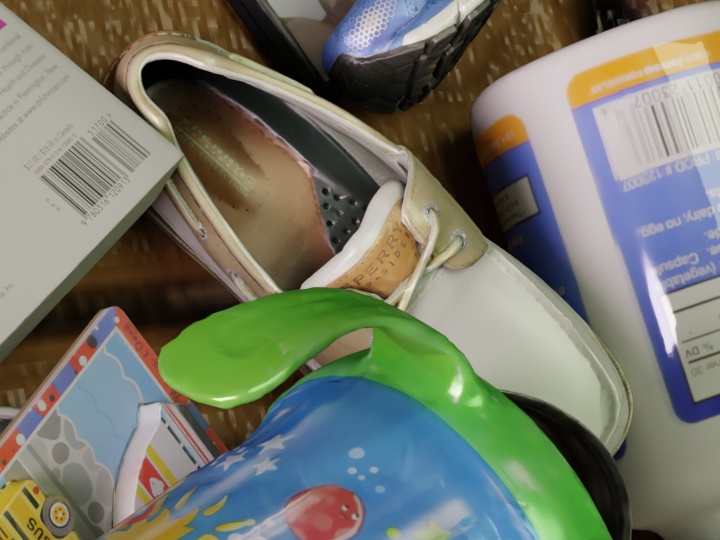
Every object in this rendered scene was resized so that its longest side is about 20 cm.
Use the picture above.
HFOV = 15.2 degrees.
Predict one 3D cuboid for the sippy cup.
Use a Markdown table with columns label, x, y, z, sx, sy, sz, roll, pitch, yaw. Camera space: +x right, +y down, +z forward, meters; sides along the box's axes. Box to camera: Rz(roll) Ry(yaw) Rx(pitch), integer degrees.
| label | x | y | z | sx | sy | sz | roll | pitch | yaw |
| --- | --- | --- | --- | --- | --- | --- | --- | --- | --- |
| sippy cup | -0.020 | 0.103 | 0.666 | 0.130 | 0.139 | 0.179 | -24 | 88 | -36 |

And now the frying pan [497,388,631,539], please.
| label | x | y | z | sx | sy | sz | roll | pitch | yaw |
| --- | --- | --- | --- | --- | --- | --- | --- | --- | --- |
| frying pan | 0.062 | 0.080 | 0.825 | 0.189 | 0.116 | 0.031 | -3 | 30 | -11 |

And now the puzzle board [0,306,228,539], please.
| label | x | y | z | sx | sy | sz | roll | pitch | yaw |
| --- | --- | --- | --- | --- | --- | --- | --- | --- | --- |
| puzzle board | -0.047 | 0.131 | 0.727 | 0.200 | 0.017 | 0.151 | 55 | 48 | -22 |

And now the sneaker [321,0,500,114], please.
| label | x | y | z | sx | sy | sz | roll | pitch | yaw |
| --- | --- | --- | --- | --- | --- | --- | --- | --- | --- |
| sneaker | 0.023 | -0.139 | 0.911 | 0.089 | 0.079 | 0.201 | 27 | 57 | -6 |

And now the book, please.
| label | x | y | z | sx | sy | sz | roll | pitch | yaw |
| --- | --- | --- | --- | --- | --- | --- | --- | --- | --- |
| book | -0.162 | -0.057 | 0.760 | 0.200 | 0.048 | 0.134 | 40 | 44 | 1 |

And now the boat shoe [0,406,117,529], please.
| label | x | y | z | sx | sy | sz | roll | pitch | yaw |
| --- | --- | --- | --- | --- | --- | --- | --- | --- | --- |
| boat shoe | -0.148 | 0.064 | 0.751 | 0.199 | 0.072 | 0.068 | 2 | 38 | -18 |

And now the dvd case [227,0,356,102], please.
| label | x | y | z | sx | sy | sz | roll | pitch | yaw |
| --- | --- | --- | --- | --- | --- | --- | --- | --- | --- |
| dvd case | 0.006 | -0.163 | 0.955 | 0.200 | 0.018 | 0.143 | -41 | 97 | -36 |

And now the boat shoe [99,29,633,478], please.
| label | x | y | z | sx | sy | sz | roll | pitch | yaw |
| --- | --- | --- | --- | --- | --- | --- | --- | --- | --- |
| boat shoe | 0.000 | 0.000 | 0.834 | 0.199 | 0.068 | 0.075 | 34 | 81 | 0 |

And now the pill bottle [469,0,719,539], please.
| label | x | y | z | sx | sy | sz | roll | pitch | yaw |
| --- | --- | --- | --- | --- | --- | --- | --- | --- | --- |
| pill bottle | 0.117 | 0.020 | 0.906 | 0.112 | 0.112 | 0.201 | -13 | 82 | -35 |
